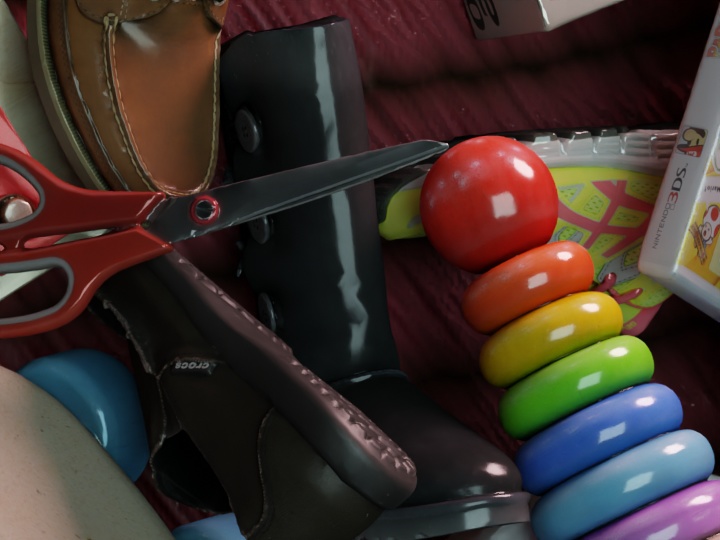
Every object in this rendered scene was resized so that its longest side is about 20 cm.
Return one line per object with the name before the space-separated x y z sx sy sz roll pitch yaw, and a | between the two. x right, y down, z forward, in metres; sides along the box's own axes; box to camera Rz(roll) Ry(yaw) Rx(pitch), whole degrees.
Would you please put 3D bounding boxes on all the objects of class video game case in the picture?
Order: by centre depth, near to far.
video game case | 0.192 -0.057 1.150 0.200 0.023 0.182 28 78 -55

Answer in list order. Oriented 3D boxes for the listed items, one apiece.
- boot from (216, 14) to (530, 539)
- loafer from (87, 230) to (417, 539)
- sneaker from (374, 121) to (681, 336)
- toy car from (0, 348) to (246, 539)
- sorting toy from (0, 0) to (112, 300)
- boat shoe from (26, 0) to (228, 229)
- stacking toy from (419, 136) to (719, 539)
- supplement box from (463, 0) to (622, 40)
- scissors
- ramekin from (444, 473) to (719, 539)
boot | -0.001 0.000 1.065 0.066 0.165 0.200 -5 92 -32
loafer | -0.058 0.048 1.008 0.071 0.200 0.073 -49 126 -1
sneaker | 0.097 -0.016 1.145 0.200 0.078 0.091 -3 94 -20
toy car | -0.158 0.152 1.027 0.177 0.184 0.200 46 117 19
sorting toy | -0.214 -0.053 1.034 0.200 0.070 0.199 -33 101 -17
boat shoe | -0.084 -0.117 1.057 0.072 0.068 0.200 -6 82 -49
stacking toy | 0.078 0.042 1.052 0.085 0.085 0.200 -23 80 -19
supplement box | 0.126 -0.189 1.156 0.200 0.074 0.126 -22 99 -20
scissors | -0.067 -0.012 0.999 0.200 0.014 0.073 0 80 7
ramekin | 0.101 0.177 1.136 0.202 0.094 0.203 0 89 -20
